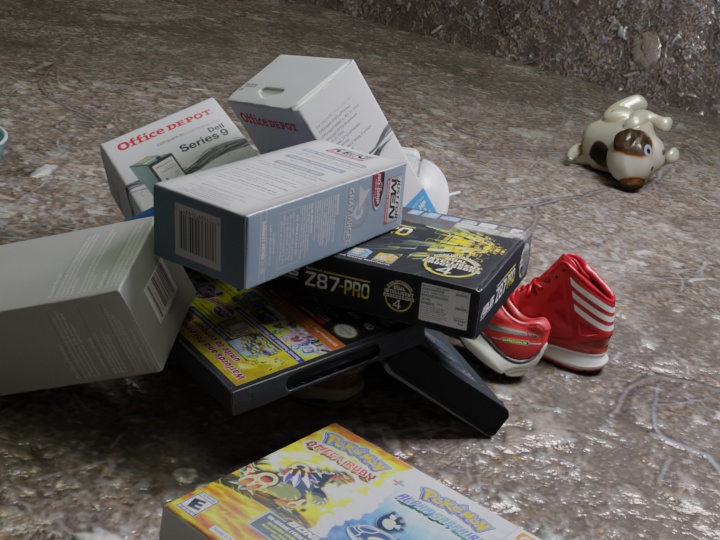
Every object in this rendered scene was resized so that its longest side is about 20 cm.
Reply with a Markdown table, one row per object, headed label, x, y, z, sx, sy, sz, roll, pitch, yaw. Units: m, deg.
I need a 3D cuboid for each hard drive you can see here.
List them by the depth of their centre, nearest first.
| label | x | y | z | sx | sy | sz | roll | pitch | yaw |
| --- | --- | --- | --- | --- | --- | --- | --- | --- | --- |
| hard drive | 0.046 | 0.065 | 0.944 | 0.139 | 0.033 | 0.200 | 34 | 8 | -29 |

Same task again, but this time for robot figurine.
| label | x | y | z | sx | sy | sz | roll | pitch | yaw |
| --- | --- | --- | --- | --- | --- | --- | --- | --- | --- |
| robot figurine | 0.032 | -0.099 | 1.335 | 0.197 | 0.113 | 0.171 | 11 | 59 | 4 |

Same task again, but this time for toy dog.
| label | x | y | z | sx | sy | sz | roll | pitch | yaw |
| --- | --- | --- | --- | --- | --- | --- | --- | --- | --- |
| toy dog | 0.488 | -0.230 | 1.850 | 0.191 | 0.141 | 0.200 | -5 | 21 | -1 |

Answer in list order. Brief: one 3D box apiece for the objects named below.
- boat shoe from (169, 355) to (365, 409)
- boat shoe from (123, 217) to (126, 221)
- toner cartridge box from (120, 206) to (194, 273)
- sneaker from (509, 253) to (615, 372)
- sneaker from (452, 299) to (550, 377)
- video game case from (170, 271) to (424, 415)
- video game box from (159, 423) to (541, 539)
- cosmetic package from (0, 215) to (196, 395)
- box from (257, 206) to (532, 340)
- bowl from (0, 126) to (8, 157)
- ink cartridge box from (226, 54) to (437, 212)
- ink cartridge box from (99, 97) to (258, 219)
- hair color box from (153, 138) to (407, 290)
| label | x | y | z | sx | sy | sz | roll | pitch | yaw |
| --- | --- | --- | --- | --- | --- | --- | --- | --- | --- |
| boat shoe | -0.087 | 0.062 | 0.919 | 0.197 | 0.075 | 0.076 | 13 | 22 | 8 |
| boat shoe | -0.187 | -0.055 | 1.184 | 0.071 | 0.071 | 0.200 | 22 | 23 | 34 |
| toner cartridge box | -0.201 | -0.008 | 0.899 | 0.198 | 0.044 | 0.095 | -24 | -16 | 13 |
| sneaker | 0.179 | 0.024 | 1.077 | 0.198 | 0.117 | 0.078 | 15 | 21 | 14 |
| sneaker | 0.113 | 0.021 | 1.037 | 0.199 | 0.085 | 0.077 | 39 | 16 | 18 |
| video game case | -0.076 | 0.039 | 0.845 | 0.179 | 0.026 | 0.199 | -17 | 31 | -31 |
| video game box | -0.003 | 0.187 | 0.677 | 0.199 | 0.047 | 0.181 | 24 | 22 | 32 |
| cosmetic package | -0.246 | 0.031 | 0.795 | 0.197 | 0.091 | 0.107 | -11 | 34 | 17 |
| box | 0.032 | -0.009 | 0.862 | 0.198 | 0.050 | 0.161 | 13 | 21 | 22 |
| bowl | -0.506 | -0.110 | 1.138 | 0.198 | 0.106 | 0.201 | 9 | 21 | -3 |
| ink cartridge box | -0.027 | -0.112 | 1.022 | 0.084 | 0.201 | 0.145 | -43 | 32 | -18 |
| ink cartridge box | -0.172 | -0.075 | 1.076 | 0.145 | 0.085 | 0.200 | -26 | 56 | -20 |
| hair color box | -0.059 | -0.051 | 0.804 | 0.098 | 0.061 | 0.199 | 19 | 27 | 33 |
